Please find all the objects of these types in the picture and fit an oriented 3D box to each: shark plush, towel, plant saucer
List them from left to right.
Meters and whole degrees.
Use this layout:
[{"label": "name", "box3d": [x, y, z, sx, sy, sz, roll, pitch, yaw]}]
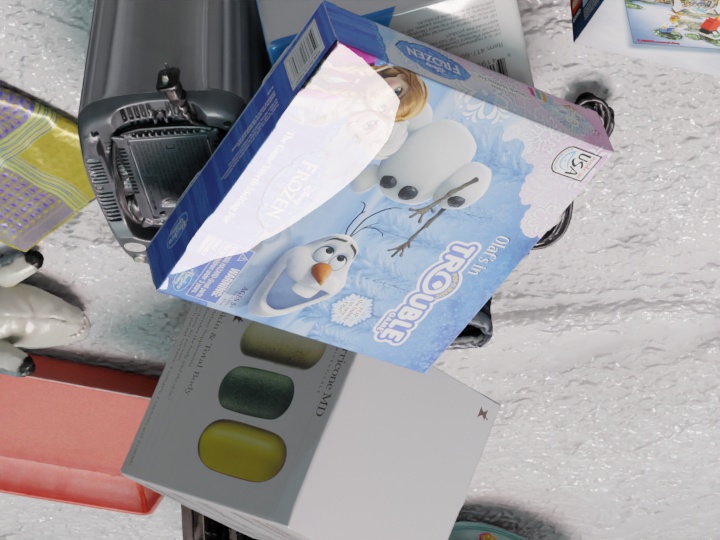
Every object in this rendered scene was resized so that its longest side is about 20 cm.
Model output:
[{"label": "shark plush", "box3d": [-0.304, 0.042, 1.590, 0.199, 0.091, 0.083, -8, 177, 3]}, {"label": "towel", "box3d": [-0.266, -0.079, 1.438, 0.200, 0.023, 0.144, 28, 139, -36]}, {"label": "plant saucer", "box3d": [-0.237, 0.128, 1.747, 0.199, 0.037, 0.200, 11, 146, -18]}]

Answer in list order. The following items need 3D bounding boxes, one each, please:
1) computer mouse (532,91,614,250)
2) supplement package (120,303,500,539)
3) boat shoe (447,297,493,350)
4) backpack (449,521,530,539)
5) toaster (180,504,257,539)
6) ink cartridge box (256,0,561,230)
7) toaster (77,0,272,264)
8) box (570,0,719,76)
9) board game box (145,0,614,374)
[{"label": "computer mouse", "box3d": [0.058, -0.073, 1.419, 0.200, 0.046, 0.141, 1, 132, -16]}, {"label": "supplement package", "box3d": [-0.038, 0.122, 1.563, 0.151, 0.152, 0.200, 32, 166, -39]}, {"label": "boat shoe", "box3d": [0.000, 0.000, 1.500, 0.200, 0.091, 0.071, 6, 147, -10]}, {"label": "backpack", "box3d": [0.101, 0.311, 1.924, 0.200, 0.154, 0.176, -18, 147, 41]}, {"label": "toaster", "box3d": [-0.045, 0.233, 1.761, 0.180, 0.200, 0.119, -15, 154, 23]}, {"label": "ink cartridge box", "box3d": [0.030, -0.102, 1.294, 0.146, 0.084, 0.200, -16, 135, 0]}, {"label": "toaster", "box3d": [-0.109, -0.103, 1.305, 0.113, 0.129, 0.200, -5, 147, 6]}, {"label": "box", "box3d": [0.244, -0.169, 1.290, 0.200, 0.038, 0.137, 11, 146, -17]}, {"label": "board game box", "box3d": [0.010, -0.041, 1.256, 0.199, 0.043, 0.200, 17, 126, -31]}]
